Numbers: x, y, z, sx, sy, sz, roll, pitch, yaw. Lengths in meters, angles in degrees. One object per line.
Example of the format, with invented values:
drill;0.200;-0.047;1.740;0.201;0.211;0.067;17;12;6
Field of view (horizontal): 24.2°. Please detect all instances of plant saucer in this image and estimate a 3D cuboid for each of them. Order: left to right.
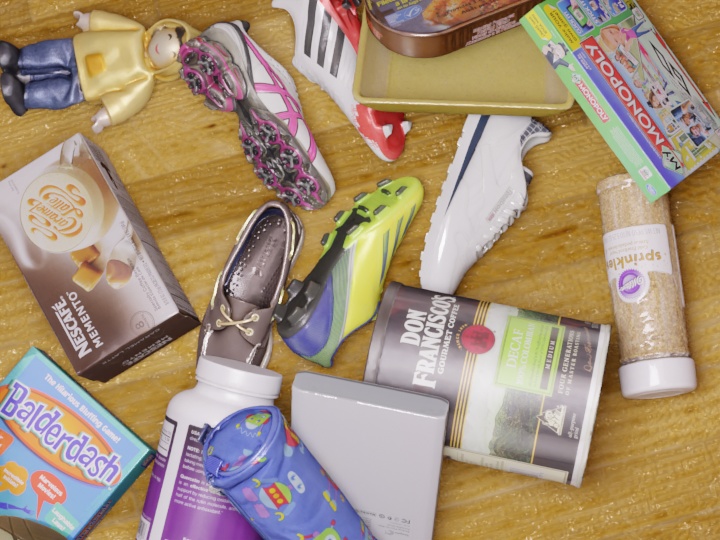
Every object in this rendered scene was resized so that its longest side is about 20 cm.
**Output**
plant saucer;0.101;-0.214;1.565;0.199;0.049;0.201;3;54;6

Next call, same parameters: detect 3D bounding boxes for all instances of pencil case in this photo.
pencil case;-0.058;0.202;1.426;0.087;0.078;0.200;-42;121;-10

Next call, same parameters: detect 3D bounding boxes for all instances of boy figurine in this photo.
boy figurine;-0.244;-0.194;1.616;0.199;0.064;0.125;-7;75;7

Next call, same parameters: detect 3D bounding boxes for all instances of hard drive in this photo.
hard drive;0.004;0.176;1.461;0.131;0.201;0.026;11;43;8

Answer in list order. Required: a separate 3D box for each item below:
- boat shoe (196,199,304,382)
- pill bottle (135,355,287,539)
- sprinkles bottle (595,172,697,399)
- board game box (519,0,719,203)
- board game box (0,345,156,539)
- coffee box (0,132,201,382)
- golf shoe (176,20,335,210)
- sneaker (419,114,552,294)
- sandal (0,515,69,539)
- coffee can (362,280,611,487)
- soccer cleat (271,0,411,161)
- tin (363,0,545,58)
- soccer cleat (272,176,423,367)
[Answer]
boat shoe;-0.107;0.030;1.559;0.072;0.060;0.201;20;82;9
pill bottle;-0.128;0.182;1.490;0.112;0.112;0.201;15;92;8
sprinkles bottle;0.258;0.014;1.522;0.068;0.068;0.201;-7;78;4
board game box;0.243;-0.171;1.520;0.200;0.029;0.134;55;44;2
board game box;-0.309;0.195;1.555;0.152;0.045;0.200;39;84;11
coffee box;-0.251;-0.010;1.569;0.114;0.080;0.200;-31;76;3
golf shoe;-0.080;-0.151;1.585;0.092;0.073;0.200;-39;95;-40
sneaker;0.111;-0.057;1.550;0.080;0.076;0.201;20;82;4
sandal;-0.258;0.285;1.495;0.200;0.080;0.054;29;111;-21
coffee can;0.110;0.100;1.480;0.199;0.146;0.147;11;80;7
soccer cleat;-0.018;-0.191;1.596;0.085;0.069;0.201;-24;91;33
tin;0.098;-0.261;1.548;0.199;0.042;0.112;-22;59;-12
soccer cleat;-0.001;0.000;1.563;0.084;0.065;0.200;45;74;-27
